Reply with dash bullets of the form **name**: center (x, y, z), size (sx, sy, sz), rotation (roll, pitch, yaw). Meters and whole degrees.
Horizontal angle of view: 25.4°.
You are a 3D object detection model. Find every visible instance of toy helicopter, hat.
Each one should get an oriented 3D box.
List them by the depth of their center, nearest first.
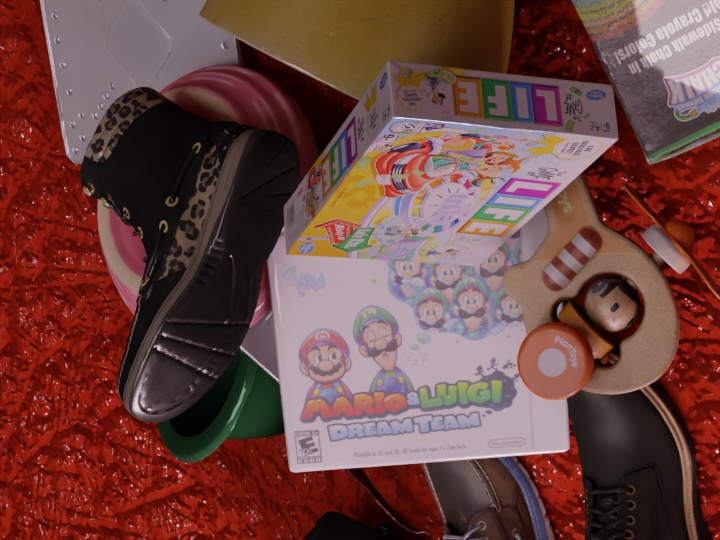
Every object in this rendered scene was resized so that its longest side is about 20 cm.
- **toy helicopter**: center (0.147, -0.023, 1.003), size (0.131, 0.079, 0.202), rotation (-19, 87, 19)
- **hat**: center (-0.050, 0.090, 1.253), size (0.165, 0.175, 0.202), rotation (-11, 67, 57)

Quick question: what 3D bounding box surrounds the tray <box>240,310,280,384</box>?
- **tray**: center (0.000, 0.000, 1.114), size (0.107, 0.022, 0.201), rotation (41, 106, 6)

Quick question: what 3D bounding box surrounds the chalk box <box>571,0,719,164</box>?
- **chalk box**: center (0.209, -0.145, 0.885), size (0.124, 0.123, 0.202), rotation (-24, 94, 40)

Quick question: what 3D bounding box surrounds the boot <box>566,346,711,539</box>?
- **boot**: center (0.163, 0.162, 1.036), size (0.077, 0.138, 0.202), rotation (-22, 94, 41)

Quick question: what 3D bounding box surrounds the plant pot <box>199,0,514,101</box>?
- **plant pot**: center (0.018, -0.179, 0.993), size (0.199, 0.200, 0.143), rotation (29, 98, 25)

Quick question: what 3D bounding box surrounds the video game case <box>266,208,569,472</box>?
- **video game case**: center (0.040, 0.045, 1.089), size (0.197, 0.024, 0.184), rotation (-4, 109, 2)

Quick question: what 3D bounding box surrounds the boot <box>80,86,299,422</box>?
- **boot**: center (-0.135, -0.017, 1.069), size (0.153, 0.073, 0.205), rotation (27, 94, 41)

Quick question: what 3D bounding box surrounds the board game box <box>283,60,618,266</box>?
- **board game box**: center (0.046, -0.056, 0.936), size (0.200, 0.133, 0.035), rotation (132, 138, -62)

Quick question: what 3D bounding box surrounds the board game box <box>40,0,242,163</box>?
- **board game box**: center (-0.164, -0.177, 1.225), size (0.198, 0.026, 0.202), rotation (7, 112, 35)

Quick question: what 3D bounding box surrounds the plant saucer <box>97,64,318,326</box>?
- **plant saucer**: center (-0.119, -0.051, 1.138), size (0.199, 0.051, 0.203), rotation (-9, 75, 36)

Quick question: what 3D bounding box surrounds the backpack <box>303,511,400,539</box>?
- **backpack**: center (0.007, 0.316, 1.236), size (0.162, 0.154, 0.201), rotation (27, 141, 22)

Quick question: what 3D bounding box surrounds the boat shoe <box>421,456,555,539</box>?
- **boat shoe**: center (0.097, 0.200, 1.147), size (0.072, 0.072, 0.201), rotation (-35, 85, 41)
